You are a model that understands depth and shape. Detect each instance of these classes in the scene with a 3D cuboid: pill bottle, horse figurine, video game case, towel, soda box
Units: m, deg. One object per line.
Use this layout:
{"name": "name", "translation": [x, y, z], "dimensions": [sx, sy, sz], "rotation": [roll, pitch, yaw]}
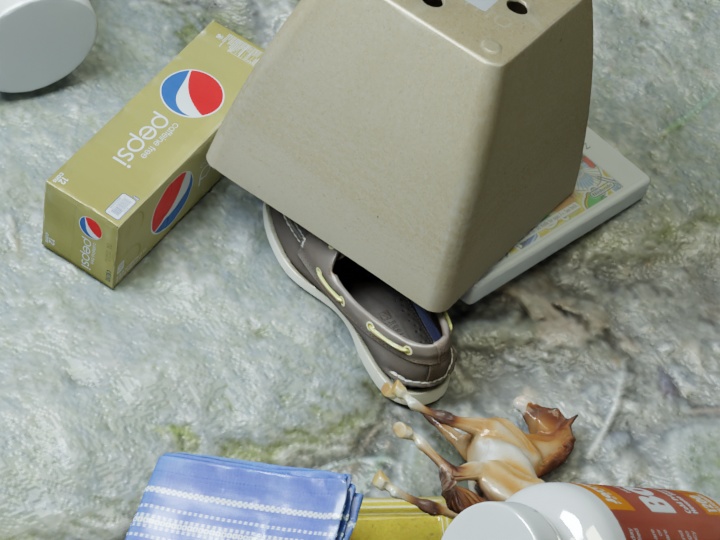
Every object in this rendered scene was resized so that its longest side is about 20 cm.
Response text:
{"name": "pill bottle", "translation": [-0.268, -0.230, 1.864], "dimensions": [0.113, 0.114, 0.201], "rotation": [-16, 56, -22]}
{"name": "horse figurine", "translation": [0.075, 0.123, 1.644], "dimensions": [0.132, 0.050, 0.200], "rotation": [26, 19, -8]}
{"name": "video game case", "translation": [0.079, -0.076, 1.849], "dimensions": [0.182, 0.023, 0.200], "rotation": [41, 48, 22]}
{"name": "pill bottle", "translation": [0.140, 0.184, 1.553], "dimensions": [0.199, 0.112, 0.112], "rotation": [9, 41, -46]}
{"name": "towel", "translation": [-0.093, 0.200, 1.555], "dimensions": [0.144, 0.024, 0.201], "rotation": [6, 57, 24]}
{"name": "soda box", "translation": [-0.135, -0.083, 1.798], "dimensions": [0.064, 0.068, 0.200], "rotation": [31, 52, 15]}

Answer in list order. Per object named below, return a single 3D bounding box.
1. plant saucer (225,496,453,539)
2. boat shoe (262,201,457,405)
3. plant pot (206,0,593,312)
{"name": "plant saucer", "translation": [-0.007, 0.213, 1.594], "dimensions": [0.199, 0.049, 0.201], "rotation": [1, 51, -11]}
{"name": "boat shoe", "translation": [0.000, 0.000, 1.761], "dimensions": [0.072, 0.060, 0.200], "rotation": [-20, 57, -25]}
{"name": "plant pot", "translation": [0.045, -0.131, 1.742], "dimensions": [0.199, 0.178, 0.200], "rotation": [33, 42, 16]}
